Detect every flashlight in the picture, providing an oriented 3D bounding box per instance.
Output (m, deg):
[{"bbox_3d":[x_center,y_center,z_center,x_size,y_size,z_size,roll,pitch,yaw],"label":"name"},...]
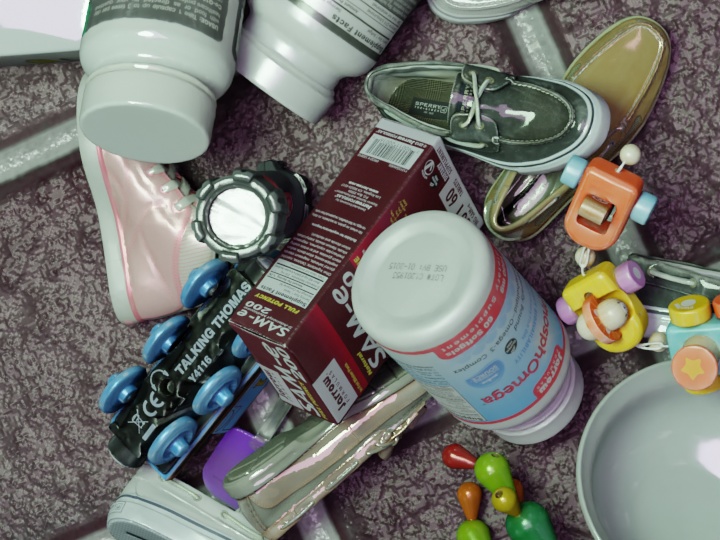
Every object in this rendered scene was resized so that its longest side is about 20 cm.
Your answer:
[{"bbox_3d":[-0.072,-0.042,1.552,0.068,0.200,0.068,37,96,6],"label":"flashlight"}]

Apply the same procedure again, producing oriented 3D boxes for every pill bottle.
[{"bbox_3d":[-0.014,-0.218,1.581,0.116,0.116,0.200,37,97,6],"label":"pill bottle"},{"bbox_3d":[-0.141,-0.187,1.531,0.113,0.113,0.200,4,67,9],"label":"pill bottle"},{"bbox_3d":[0.085,0.048,1.528,0.109,0.200,0.109,-16,54,24],"label":"pill bottle"}]

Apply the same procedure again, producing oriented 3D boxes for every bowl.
[{"bbox_3d":[0.248,0.171,1.547,0.201,0.090,0.201,3,62,-6],"label":"bowl"}]

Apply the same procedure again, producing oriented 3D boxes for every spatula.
[{"bbox_3d":[-0.057,0.099,1.644,0.056,0.021,0.200,31,95,1],"label":"spatula"}]

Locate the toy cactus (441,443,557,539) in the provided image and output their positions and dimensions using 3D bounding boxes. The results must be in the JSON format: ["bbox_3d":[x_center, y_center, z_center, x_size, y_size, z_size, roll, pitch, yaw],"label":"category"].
[{"bbox_3d":[0.124,0.232,1.573,0.165,0.102,0.200,2,92,25],"label":"toy cactus"}]

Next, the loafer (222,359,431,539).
[{"bbox_3d":[-0.008,0.130,1.612,0.200,0.072,0.063,-33,101,-4],"label":"loafer"}]

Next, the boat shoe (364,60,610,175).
[{"bbox_3d":[0.086,-0.115,1.547,0.200,0.071,0.072,7,80,39],"label":"boat shoe"}]

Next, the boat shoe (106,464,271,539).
[{"bbox_3d":[-0.094,0.210,1.629,0.200,0.074,0.067,29,58,-5],"label":"boat shoe"}]

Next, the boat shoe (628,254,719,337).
[{"bbox_3d":[0.288,0.021,1.556,0.200,0.072,0.071,4,96,11],"label":"boat shoe"}]

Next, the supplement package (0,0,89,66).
[{"bbox_3d":[-0.283,-0.236,1.625,0.200,0.111,0.156,-3,91,9],"label":"supplement package"}]

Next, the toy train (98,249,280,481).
[{"bbox_3d":[-0.112,0.070,1.598,0.087,0.114,0.200,43,105,20],"label":"toy train"}]

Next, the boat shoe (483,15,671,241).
[{"bbox_3d":[0.164,-0.104,1.577,0.072,0.076,0.200,34,96,6],"label":"boat shoe"}]

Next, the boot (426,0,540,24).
[{"bbox_3d":[0.138,-0.240,1.567,0.200,0.096,0.074,-21,88,9],"label":"boot"}]

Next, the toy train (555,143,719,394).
[{"bbox_3d":[0.212,0.011,1.495,0.200,0.056,0.150,31,125,6],"label":"toy train"}]

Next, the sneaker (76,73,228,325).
[{"bbox_3d":[-0.152,-0.062,1.627,0.105,0.075,0.200,-8,98,13],"label":"sneaker"}]

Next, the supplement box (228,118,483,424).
[{"bbox_3d":[0.000,0.000,1.547,0.061,0.109,0.200,22,66,36],"label":"supplement box"}]
